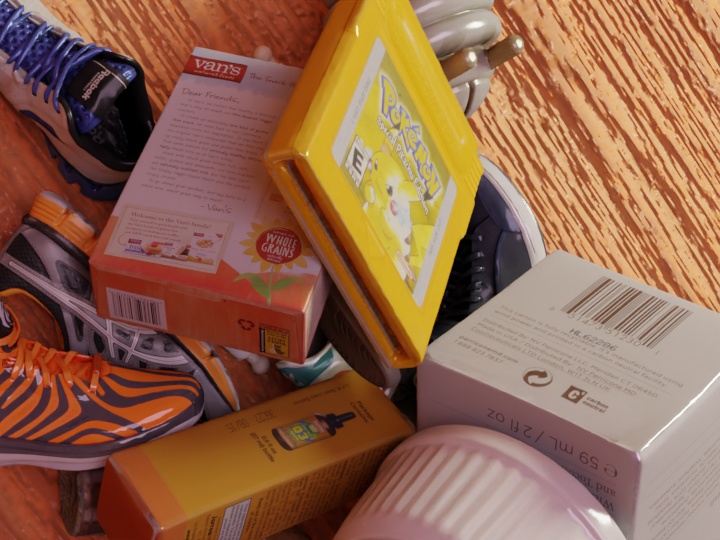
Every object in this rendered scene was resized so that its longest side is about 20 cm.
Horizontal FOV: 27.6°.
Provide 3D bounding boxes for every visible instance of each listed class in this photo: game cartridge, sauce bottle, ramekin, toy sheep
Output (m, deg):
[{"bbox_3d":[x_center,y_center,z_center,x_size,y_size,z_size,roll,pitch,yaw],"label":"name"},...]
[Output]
[{"bbox_3d":[0.018,-0.070,0.917,0.177,0.032,0.200,59,37,-34],"label":"game cartridge"},{"bbox_3d":[-0.103,0.142,1.003,0.199,0.065,0.065,-2,88,-27],"label":"sauce bottle"},{"bbox_3d":[0.067,0.203,0.901,0.094,0.202,0.203,-36,102,-40],"label":"ramekin"},{"bbox_3d":[0.041,-0.169,1.049,0.138,0.138,0.201,-18,86,-25],"label":"toy sheep"}]

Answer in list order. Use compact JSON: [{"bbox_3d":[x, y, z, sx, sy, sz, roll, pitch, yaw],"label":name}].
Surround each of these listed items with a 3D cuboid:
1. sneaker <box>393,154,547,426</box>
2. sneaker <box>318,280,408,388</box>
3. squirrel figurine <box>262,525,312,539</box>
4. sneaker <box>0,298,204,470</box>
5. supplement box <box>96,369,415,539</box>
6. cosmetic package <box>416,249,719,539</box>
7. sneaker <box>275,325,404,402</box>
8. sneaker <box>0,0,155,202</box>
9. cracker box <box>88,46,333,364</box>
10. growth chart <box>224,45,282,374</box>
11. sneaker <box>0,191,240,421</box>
[{"bbox_3d":[0.068,0.025,1.081,0.146,0.077,0.203,-21,97,-27],"label":"sneaker"},{"bbox_3d":[0.006,-0.022,0.984,0.106,0.075,0.200,-24,62,-14],"label":"sneaker"},{"bbox_3d":[-0.071,0.267,0.978,0.200,0.141,0.187,38,65,-19],"label":"squirrel figurine"},{"bbox_3d":[-0.200,0.062,0.913,0.199,0.078,0.112,-7,113,-6],"label":"sneaker"},{"bbox_3d":[-0.064,0.129,0.937,0.200,0.069,0.067,-18,51,-32],"label":"supplement box"},{"bbox_3d":[0.150,0.128,0.980,0.166,0.167,0.201,-34,135,-40],"label":"cosmetic package"},{"bbox_3d":[0.000,0.000,1.042,0.093,0.070,0.200,24,74,-26],"label":"sneaker"},{"bbox_3d":[-0.196,-0.132,0.946,0.199,0.115,0.081,46,69,-16],"label":"sneaker"},{"bbox_3d":[-0.072,-0.046,0.926,0.133,0.058,0.200,13,51,8],"label":"cracker box"},{"bbox_3d":[-0.067,-0.040,1.053,0.145,0.018,0.200,36,73,-22],"label":"growth chart"},{"bbox_3d":[-0.161,0.039,0.981,0.200,0.078,0.077,45,84,-12],"label":"sneaker"}]
